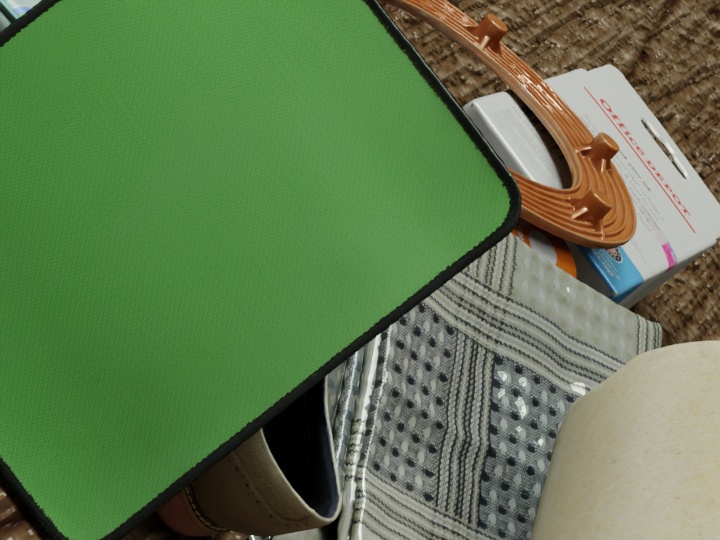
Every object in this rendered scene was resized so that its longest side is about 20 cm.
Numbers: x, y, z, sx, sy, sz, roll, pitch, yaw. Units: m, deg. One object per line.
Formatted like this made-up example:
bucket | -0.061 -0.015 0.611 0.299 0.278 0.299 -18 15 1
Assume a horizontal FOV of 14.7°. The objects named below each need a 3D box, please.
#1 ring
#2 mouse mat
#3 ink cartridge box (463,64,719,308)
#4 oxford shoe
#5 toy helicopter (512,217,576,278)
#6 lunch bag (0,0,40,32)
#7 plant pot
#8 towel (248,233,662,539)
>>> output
ring | 0.051 -0.085 1.256 0.200 0.019 0.201 36 20 -15
mouse mat | -0.066 -0.022 0.940 0.161 0.200 0.008 52 -2 1
ink cartridge box | 0.102 -0.031 1.378 0.115 0.068 0.200 54 25 7
oxford shoe | -0.041 -0.004 0.976 0.071 0.074 0.201 -26 111 -50
toy helicopter | 0.000 0.000 1.156 0.132 0.079 0.200 52 32 -4
lunch bag | -0.109 -0.087 1.078 0.161 0.077 0.200 55 26 -7
plant pot | 0.132 0.131 1.027 0.200 0.200 0.184 40 33 -23
towel | 0.048 0.065 1.109 0.200 0.034 0.193 32 58 -35
